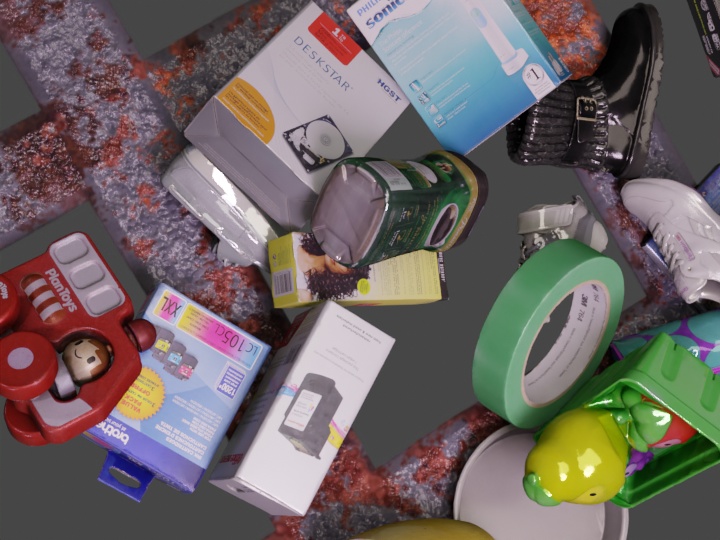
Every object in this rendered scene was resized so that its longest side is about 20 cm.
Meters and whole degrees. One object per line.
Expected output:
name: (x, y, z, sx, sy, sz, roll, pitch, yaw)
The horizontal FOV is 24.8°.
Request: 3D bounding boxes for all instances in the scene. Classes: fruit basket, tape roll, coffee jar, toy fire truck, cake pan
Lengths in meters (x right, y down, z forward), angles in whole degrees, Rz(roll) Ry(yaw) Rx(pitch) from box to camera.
fruit basket: (0.257, 0.181, 1.660, 0.155, 0.216, 0.216, 36, 74, -6)
tape roll: (0.198, 0.067, 1.713, 0.048, 0.201, 0.201, 31, 70, 33)
coffee jar: (0.044, -0.065, 1.648, 0.085, 0.105, 0.199, 39, 27, 26)
toy fire truck: (-0.293, 0.064, 1.596, 0.167, 0.113, 0.200, -29, 59, -18)
cake pan: (0.189, 0.261, 1.757, 0.198, 0.037, 0.203, 2, 80, -14)

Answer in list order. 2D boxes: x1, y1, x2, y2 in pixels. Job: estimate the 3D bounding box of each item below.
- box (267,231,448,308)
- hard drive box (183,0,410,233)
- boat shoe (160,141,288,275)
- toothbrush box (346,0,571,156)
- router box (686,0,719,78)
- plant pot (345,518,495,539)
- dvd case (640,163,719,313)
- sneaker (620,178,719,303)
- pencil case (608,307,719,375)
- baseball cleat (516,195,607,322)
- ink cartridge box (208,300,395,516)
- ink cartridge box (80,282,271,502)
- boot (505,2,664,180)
box: (0.000, 0.000, 1.706, 0.199, 0.050, 0.076, -2, 82, -38)
hard drive box: (-0.062, -0.160, 1.700, 0.156, 0.077, 0.200, 42, 48, -5)
boat shoe: (-0.129, -0.044, 1.712, 0.071, 0.070, 0.201, -39, 106, 13)
toothbrush box: (0.105, -0.241, 1.734, 0.146, 0.085, 0.201, -37, 91, 20)
router box: (0.481, -0.326, 1.911, 0.198, 0.062, 0.151, -17, 87, -16)
plant pot: (0.075, 0.330, 1.653, 0.142, 0.200, 0.201, -29, 89, -43)
dvd case: (0.432, -0.004, 1.871, 0.143, 0.018, 0.200, -44, 93, -17)
sneaker: (0.358, -0.028, 1.792, 0.199, 0.075, 0.100, 37, 71, 20)
pencil case: (0.374, 0.093, 1.794, 0.198, 0.086, 0.093, -17, 43, -8)
baseball cleat: (0.184, -0.002, 1.778, 0.200, 0.070, 0.107, -46, 108, -27)
ink cartridge box: (-0.062, 0.143, 1.655, 0.082, 0.146, 0.201, 30, 76, -10)
ink cartridge box: (-0.198, 0.134, 1.659, 0.136, 0.076, 0.201, 30, 77, -8)
boot: (0.250, -0.209, 1.825, 0.156, 0.079, 0.213, 11, 79, -13)
